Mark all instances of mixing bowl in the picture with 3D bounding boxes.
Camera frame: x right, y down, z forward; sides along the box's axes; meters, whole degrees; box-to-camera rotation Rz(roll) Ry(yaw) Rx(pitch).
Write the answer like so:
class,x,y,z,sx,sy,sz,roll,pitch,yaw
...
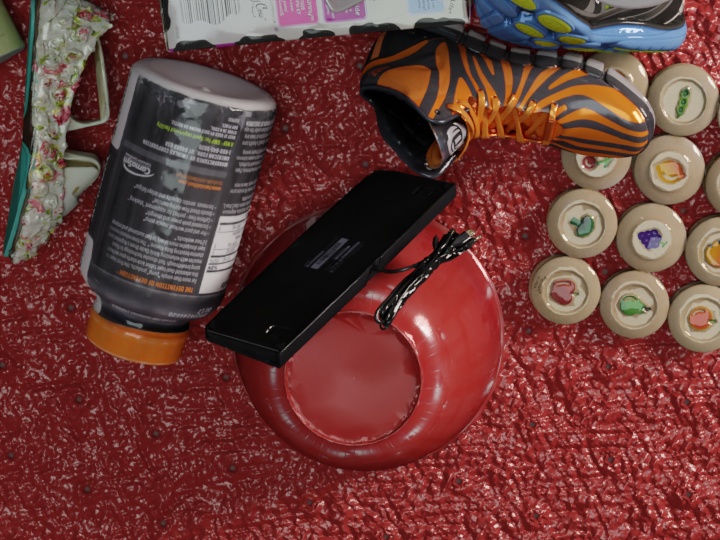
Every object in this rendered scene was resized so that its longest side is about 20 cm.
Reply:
class,x,y,z,sx,sy,sz,roll,pitch,yaw
mixing bowl,0.000,0.061,1.442,0.199,0.108,0.201,1,105,5

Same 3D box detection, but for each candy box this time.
class,x,y,z,sx,sy,sz,roll,pitch,yaw
candy box,-0.024,-0.192,1.368,0.199,0.136,0.061,-5,105,7

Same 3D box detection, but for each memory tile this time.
class,x,y,z,sx,sy,sz,roll,pitch,yaw
memory tile,0.209,-0.047,1.441,0.153,0.017,0.201,12,104,2

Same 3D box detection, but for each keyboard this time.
class,x,y,z,sx,sy,sz,roll,pitch,yaw
keyboard,0.000,0.000,1.374,0.127,0.200,0.021,14,135,39

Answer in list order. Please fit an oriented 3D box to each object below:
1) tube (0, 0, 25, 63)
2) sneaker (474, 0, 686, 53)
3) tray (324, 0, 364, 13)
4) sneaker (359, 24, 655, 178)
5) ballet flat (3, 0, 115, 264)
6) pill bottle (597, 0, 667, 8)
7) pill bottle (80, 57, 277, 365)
class,x,y,z,sx,sy,sz,roll,pitch,yaw
tube,-0.301,-0.232,1.434,0.058,0.052,0.201,-32,97,-30
sneaker,0.142,-0.186,1.344,0.071,0.199,0.083,1,92,43
tray,-0.014,-0.269,1.260,0.107,0.022,0.201,-27,102,-6
sneaker,0.091,-0.098,1.378,0.199,0.112,0.078,18,135,13
ballet flat,-0.209,-0.097,1.445,0.064,0.076,0.201,6,108,-12
pill bottle,0.166,-0.238,1.245,0.119,0.200,0.120,4,119,7
pill bottle,-0.133,-0.038,1.430,0.106,0.106,0.201,18,105,1
